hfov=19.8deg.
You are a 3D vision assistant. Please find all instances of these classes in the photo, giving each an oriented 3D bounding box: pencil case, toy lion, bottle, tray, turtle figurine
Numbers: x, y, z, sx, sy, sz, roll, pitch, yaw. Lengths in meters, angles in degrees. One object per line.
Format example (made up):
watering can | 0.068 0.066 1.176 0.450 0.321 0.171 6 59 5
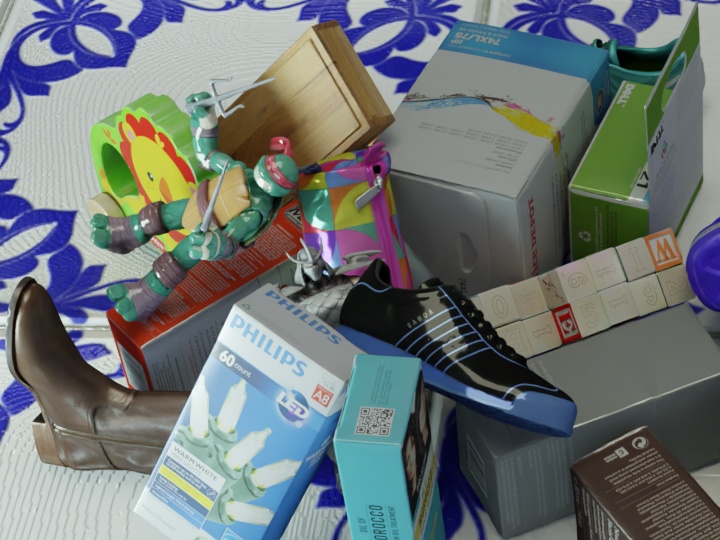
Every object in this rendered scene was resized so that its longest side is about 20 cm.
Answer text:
pencil case | 0.000 0.000 1.648 0.088 0.201 0.088 -10 10 2
toy lion | -0.168 -0.074 1.759 0.069 0.192 0.200 -32 48 -24
bottle | 0.302 -0.012 1.635 0.083 0.066 0.200 -24 1 13
tray | -0.063 -0.113 1.735 0.037 0.200 0.099 -21 77 -45
turtle figurine | -0.117 -0.050 1.601 0.200 0.101 0.150 -35 40 24

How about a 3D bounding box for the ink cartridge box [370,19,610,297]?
ink cartridge box | 0.112 -0.086 1.754 0.145 0.147 0.200 15 48 23

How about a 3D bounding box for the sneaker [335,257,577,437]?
sneaker | 0.074 0.055 1.500 0.199 0.070 0.078 22 83 21

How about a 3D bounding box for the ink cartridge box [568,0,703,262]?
ink cartridge box | 0.230 -0.109 1.718 0.075 0.201 0.148 13 48 22

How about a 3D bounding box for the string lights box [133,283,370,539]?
string lights box | -0.079 0.122 1.521 0.103 0.201 0.059 34 28 14

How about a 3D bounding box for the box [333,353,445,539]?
box | 0.023 0.157 1.482 0.049 0.201 0.083 3 46 12

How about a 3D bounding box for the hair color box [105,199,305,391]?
hair color box | -0.103 0.035 1.702 0.200 0.102 0.061 -30 45 -22

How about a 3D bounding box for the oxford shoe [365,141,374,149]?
oxford shoe | -0.050 -0.070 1.826 0.199 0.071 0.073 -13 57 6

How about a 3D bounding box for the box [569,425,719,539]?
box | 0.230 0.217 1.459 0.075 0.100 0.200 -26 45 -16

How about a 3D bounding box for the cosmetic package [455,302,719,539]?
cosmetic package | 0.179 0.114 1.568 0.199 0.107 0.090 -20 46 -12

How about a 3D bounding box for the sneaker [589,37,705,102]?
sneaker | 0.212 -0.178 1.880 0.199 0.080 0.078 -5 44 6

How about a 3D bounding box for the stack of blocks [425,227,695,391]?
stack of blocks | 0.146 0.032 1.614 0.199 0.115 0.059 -18 86 -27

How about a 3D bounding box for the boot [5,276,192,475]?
boot | -0.166 0.091 1.600 0.199 0.187 0.064 7 41 20

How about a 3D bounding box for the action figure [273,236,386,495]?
action figure | -0.010 0.068 1.582 0.130 0.201 0.069 -20 9 -3
